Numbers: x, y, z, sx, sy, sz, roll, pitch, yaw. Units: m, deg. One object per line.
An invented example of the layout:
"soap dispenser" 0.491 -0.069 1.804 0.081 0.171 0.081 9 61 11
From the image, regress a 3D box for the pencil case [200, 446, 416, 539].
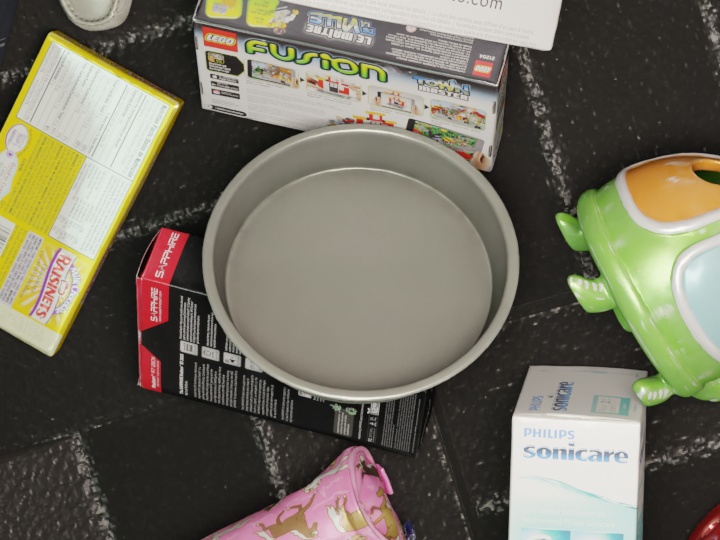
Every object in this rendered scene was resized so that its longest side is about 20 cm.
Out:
"pencil case" -0.065 0.197 1.686 0.200 0.087 0.083 -31 52 14

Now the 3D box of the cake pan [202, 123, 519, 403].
"cake pan" 0.000 0.000 1.579 0.199 0.037 0.201 0 60 -1

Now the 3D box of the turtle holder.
"turtle holder" 0.218 0.013 1.580 0.131 0.141 0.186 -29 94 12

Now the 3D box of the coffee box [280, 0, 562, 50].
"coffee box" 0.001 -0.256 1.489 0.199 0.200 0.199 7 99 -34

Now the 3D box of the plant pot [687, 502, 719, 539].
"plant pot" 0.294 0.246 1.593 0.200 0.183 0.201 2 103 7

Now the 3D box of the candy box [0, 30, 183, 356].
"candy box" -0.208 -0.052 1.696 0.102 0.026 0.200 29 104 0

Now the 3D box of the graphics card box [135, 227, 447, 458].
"graphics card box" -0.047 0.049 1.644 0.199 0.051 0.126 14 141 8

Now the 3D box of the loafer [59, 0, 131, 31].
"loafer" -0.191 -0.255 1.632 0.070 0.070 0.201 -10 99 11

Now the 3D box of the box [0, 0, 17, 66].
"box" -0.325 -0.139 1.657 0.148 0.107 0.201 19 104 6

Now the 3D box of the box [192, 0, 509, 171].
"box" -0.006 -0.125 1.609 0.199 0.110 0.035 13 63 6

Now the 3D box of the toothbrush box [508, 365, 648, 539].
"toothbrush box" 0.141 0.174 1.621 0.085 0.146 0.201 2 100 8
